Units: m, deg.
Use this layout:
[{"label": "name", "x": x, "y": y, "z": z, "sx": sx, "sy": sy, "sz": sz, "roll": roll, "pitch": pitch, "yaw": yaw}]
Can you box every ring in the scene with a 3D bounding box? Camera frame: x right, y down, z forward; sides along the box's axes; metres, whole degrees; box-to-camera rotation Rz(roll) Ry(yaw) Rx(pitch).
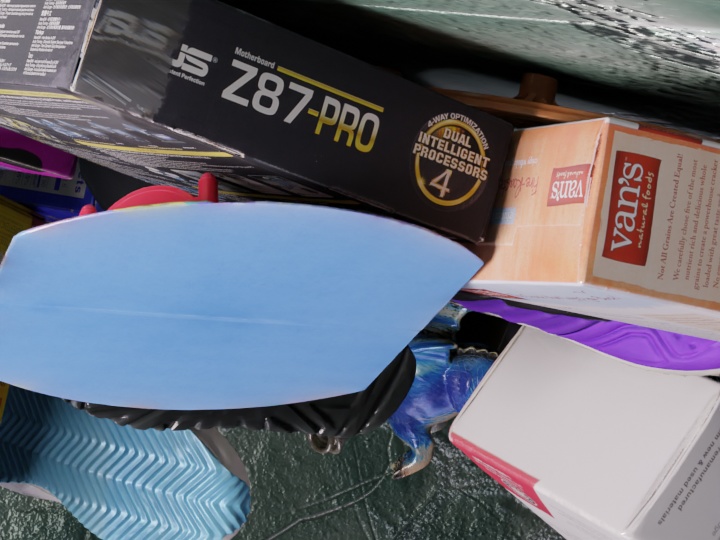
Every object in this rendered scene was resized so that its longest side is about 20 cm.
[{"label": "ring", "x": 0.086, "y": -0.050, "z": 0.820, "sx": 0.199, "sy": 0.019, "sz": 0.200, "roll": 12, "pitch": 177, "yaw": 1}]

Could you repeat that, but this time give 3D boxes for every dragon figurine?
[{"label": "dragon figurine", "x": 0.040, "y": 0.044, "z": 1.099, "sx": 0.199, "sy": 0.100, "sz": 0.059, "roll": -14, "pitch": -153, "yaw": 33}]

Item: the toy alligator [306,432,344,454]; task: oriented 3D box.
[{"label": "toy alligator", "x": 0.000, "y": 0.000, "z": 1.044, "sx": 0.059, "sy": 0.201, "sz": 0.054, "roll": 28, "pitch": -136, "yaw": 27}]

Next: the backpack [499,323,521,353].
[{"label": "backpack", "x": 0.079, "y": 0.022, "z": 1.489, "sx": 0.162, "sy": 0.155, "sz": 0.200, "roll": 5, "pitch": -166, "yaw": -26}]

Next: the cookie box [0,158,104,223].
[{"label": "cookie box", "x": -0.162, "y": -0.061, "z": 1.113, "sx": 0.199, "sy": 0.076, "sz": 0.171, "roll": 10, "pitch": 177, "yaw": 28}]

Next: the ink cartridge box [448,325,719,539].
[{"label": "ink cartridge box", "x": 0.159, "y": 0.117, "z": 1.024, "sx": 0.200, "sy": 0.086, "sz": 0.147, "roll": 39, "pitch": 171, "yaw": -34}]

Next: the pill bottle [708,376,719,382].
[{"label": "pill bottle", "x": 0.214, "y": 0.033, "z": 1.035, "sx": 0.115, "sy": 0.117, "sz": 0.200, "roll": 12, "pitch": 179, "yaw": -10}]

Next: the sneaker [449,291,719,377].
[{"label": "sneaker", "x": 0.084, "y": -0.004, "z": 0.881, "sx": 0.198, "sy": 0.070, "sz": 0.099, "roll": 11, "pitch": 176, "yaw": 19}]

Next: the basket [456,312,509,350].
[{"label": "basket", "x": -0.032, "y": -0.004, "z": 1.270, "sx": 0.199, "sy": 0.137, "sz": 0.180, "roll": 15, "pitch": -170, "yaw": 28}]

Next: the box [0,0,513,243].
[{"label": "box", "x": -0.067, "y": -0.059, "z": 0.757, "sx": 0.160, "sy": 0.050, "sz": 0.199, "roll": 18, "pitch": 177, "yaw": -31}]

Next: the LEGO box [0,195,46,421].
[{"label": "LEGO box", "x": -0.214, "y": 0.027, "z": 0.927, "sx": 0.076, "sy": 0.150, "sz": 0.200, "roll": 12, "pitch": 174, "yaw": 11}]

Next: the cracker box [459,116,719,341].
[{"label": "cracker box", "x": 0.137, "y": -0.004, "z": 0.757, "sx": 0.198, "sy": 0.058, "sz": 0.134, "roll": 11, "pitch": 177, "yaw": -21}]

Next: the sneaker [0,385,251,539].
[{"label": "sneaker", "x": -0.117, "y": 0.087, "z": 1.059, "sx": 0.199, "sy": 0.077, "sz": 0.080, "roll": 15, "pitch": -173, "yaw": 43}]

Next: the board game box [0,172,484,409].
[{"label": "board game box", "x": -0.053, "y": -0.001, "z": 0.760, "sx": 0.157, "sy": 0.039, "sz": 0.200, "roll": 4, "pitch": 157, "yaw": -17}]

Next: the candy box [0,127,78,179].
[{"label": "candy box", "x": -0.226, "y": -0.089, "z": 0.906, "sx": 0.199, "sy": 0.062, "sz": 0.136, "roll": 9, "pitch": 176, "yaw": 40}]

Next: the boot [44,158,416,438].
[{"label": "boot", "x": -0.087, "y": -0.008, "z": 0.917, "sx": 0.199, "sy": 0.077, "sz": 0.168, "roll": 13, "pitch": -155, "yaw": -42}]
